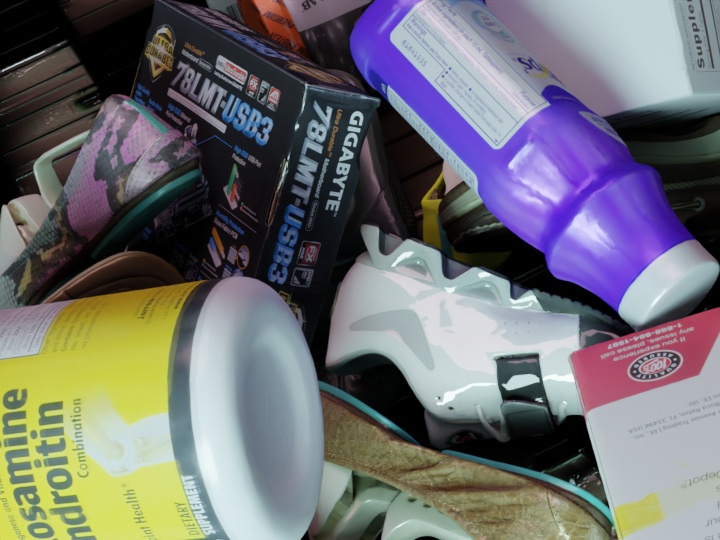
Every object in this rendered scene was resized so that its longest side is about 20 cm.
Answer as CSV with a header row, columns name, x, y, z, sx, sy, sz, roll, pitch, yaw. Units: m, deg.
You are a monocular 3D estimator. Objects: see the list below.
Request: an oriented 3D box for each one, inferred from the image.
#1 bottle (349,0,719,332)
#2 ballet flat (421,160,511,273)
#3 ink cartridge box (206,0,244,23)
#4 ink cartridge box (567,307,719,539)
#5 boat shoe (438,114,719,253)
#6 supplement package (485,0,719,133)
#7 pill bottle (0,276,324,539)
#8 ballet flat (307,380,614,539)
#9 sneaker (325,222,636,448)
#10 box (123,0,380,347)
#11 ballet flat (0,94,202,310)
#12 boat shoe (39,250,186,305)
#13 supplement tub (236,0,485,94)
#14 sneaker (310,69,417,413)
name,x,y,z,sx,sy,sz,roll,pitch,yaw
bottle,0.079,-0.054,0.755,0.065,0.084,0.200,-48,63,14
ballet flat,0.081,-0.071,0.953,0.067,0.067,0.200,-3,36,28
ink cartridge box,-0.074,-0.255,1.195,0.116,0.200,0.067,-22,31,-2
ink cartridge box,0.172,0.098,0.629,0.145,0.083,0.200,-16,32,7
boat shoe,0.143,-0.029,0.841,0.202,0.075,0.075,-13,75,3
supplement package,0.169,-0.134,0.855,0.109,0.114,0.200,-13,-3,44
pill bottle,-0.124,0.069,0.674,0.200,0.112,0.112,-9,34,19
ballet flat,0.021,0.107,0.738,0.200,0.068,0.072,20,68,41
sneaker,0.075,0.052,0.777,0.200,0.074,0.089,20,83,24
box,-0.079,-0.026,0.872,0.050,0.199,0.200,9,15,-33
ballet flat,-0.152,-0.024,0.868,0.069,0.071,0.200,-30,-11,-47
boat shoe,-0.168,0.062,0.849,0.200,0.074,0.066,-45,22,5
supplement tub,0.023,-0.194,1.120,0.200,0.123,0.123,-26,32,-8
sneaker,0.000,0.000,0.899,0.076,0.114,0.200,-16,60,8
